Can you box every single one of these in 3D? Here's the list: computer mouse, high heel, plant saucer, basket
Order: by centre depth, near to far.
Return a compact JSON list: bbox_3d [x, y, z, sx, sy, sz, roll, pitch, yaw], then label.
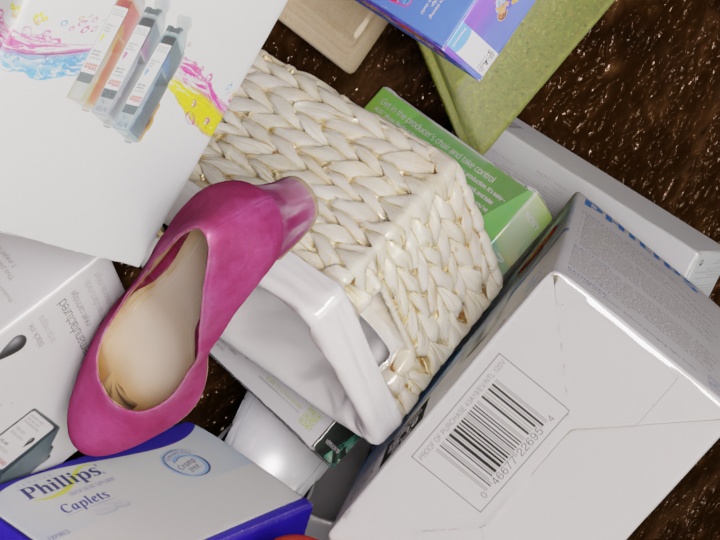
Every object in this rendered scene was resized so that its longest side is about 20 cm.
[{"bbox_3d":[-0.101,0.032,0.871,0.200,0.068,0.096,-42,171,28],"label":"high heel"},{"bbox_3d":[-0.034,-0.023,0.996,0.123,0.199,0.136,-47,144,-16],"label":"basket"},{"bbox_3d":[0.095,-0.190,1.085,0.200,0.048,0.200,-49,155,-9],"label":"plant saucer"},{"bbox_3d":[-0.031,0.082,1.120,0.201,0.109,0.044,-59,-178,-23],"label":"computer mouse"}]

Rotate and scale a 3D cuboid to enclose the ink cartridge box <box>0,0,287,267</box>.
[{"bbox_3d":[-0.142,-0.129,0.832,0.144,0.145,0.201,18,107,-51],"label":"ink cartridge box"}]

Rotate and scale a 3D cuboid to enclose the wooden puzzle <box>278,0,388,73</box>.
[{"bbox_3d":[-0.003,-0.223,0.998,0.186,0.037,0.200,-55,148,3],"label":"wooden puzzle"}]

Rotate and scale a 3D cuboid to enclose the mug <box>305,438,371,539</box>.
[{"bbox_3d":[-0.042,0.186,1.217,0.198,0.148,0.176,1,127,-13],"label":"mug"}]

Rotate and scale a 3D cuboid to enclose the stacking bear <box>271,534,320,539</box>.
[{"bbox_3d":[-0.060,0.235,0.954,0.121,0.113,0.201,25,88,-62],"label":"stacking bear"}]

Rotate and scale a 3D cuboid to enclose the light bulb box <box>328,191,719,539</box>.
[{"bbox_3d":[0.102,0.083,1.016,0.199,0.125,0.200,-50,-179,17],"label":"light bulb box"}]

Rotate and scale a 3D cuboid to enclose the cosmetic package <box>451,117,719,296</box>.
[{"bbox_3d":[0.121,0.005,1.172,0.051,0.200,0.152,-1,122,-53],"label":"cosmetic package"}]

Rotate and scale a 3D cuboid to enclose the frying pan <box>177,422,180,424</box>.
[{"bbox_3d":[-0.127,0.159,1.152,0.114,0.191,0.031,-22,177,28],"label":"frying pan"}]

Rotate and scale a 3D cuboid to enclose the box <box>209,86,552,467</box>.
[{"bbox_3d":[0.000,0.000,1.089,0.200,0.144,0.036,-49,143,-3],"label":"box"}]

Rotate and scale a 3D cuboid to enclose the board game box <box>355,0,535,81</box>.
[{"bbox_3d":[0.063,-0.217,0.927,0.201,0.134,0.045,-55,147,4],"label":"board game box"}]

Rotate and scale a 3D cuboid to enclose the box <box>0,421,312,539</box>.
[{"bbox_3d":[-0.141,0.211,1.016,0.183,0.104,0.201,-15,127,-54],"label":"box"}]

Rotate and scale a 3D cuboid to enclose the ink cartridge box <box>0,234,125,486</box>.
[{"bbox_3d":[-0.217,0.062,0.947,0.200,0.086,0.147,-41,153,-16],"label":"ink cartridge box"}]
